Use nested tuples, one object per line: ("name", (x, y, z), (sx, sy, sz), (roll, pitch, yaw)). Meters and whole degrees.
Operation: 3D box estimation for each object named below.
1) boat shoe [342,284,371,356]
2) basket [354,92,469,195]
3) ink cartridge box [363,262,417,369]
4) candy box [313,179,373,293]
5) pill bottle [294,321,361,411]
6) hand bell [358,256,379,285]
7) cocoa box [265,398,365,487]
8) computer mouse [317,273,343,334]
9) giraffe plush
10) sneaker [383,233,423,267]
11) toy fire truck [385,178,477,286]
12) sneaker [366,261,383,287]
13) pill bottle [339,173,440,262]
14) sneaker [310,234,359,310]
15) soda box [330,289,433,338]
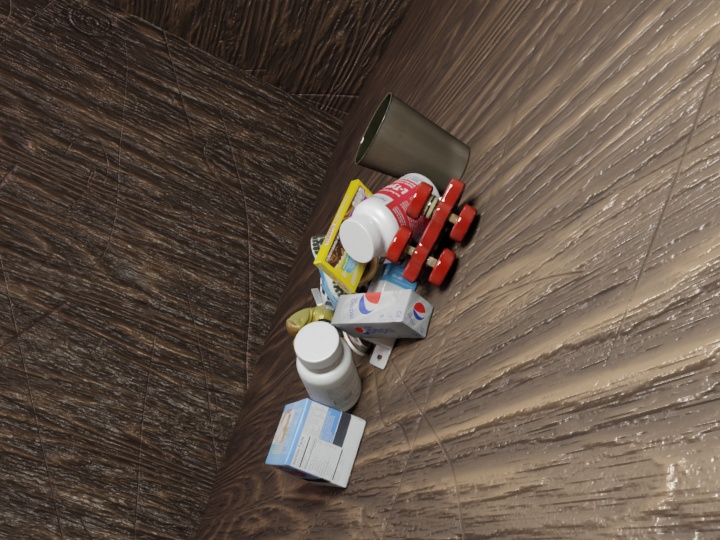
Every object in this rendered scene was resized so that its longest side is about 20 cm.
("boat shoe", (0.000, 0.109, 1.482), (0.059, 0.072, 0.201), (-43, 28, 22))
("basket", (0.111, -0.246, 1.335), (0.180, 0.198, 0.138), (133, 157, -59))
("ink cartridge box", (0.042, 0.090, 1.333), (0.203, 0.066, 0.116), (-68, 13, -7))
("candy box", (-0.014, -0.067, 1.263), (0.026, 0.102, 0.202), (-8, 50, 44))
("pill bottle", (-0.067, 0.193, 1.309), (0.201, 0.112, 0.116), (75, -155, -51))
("hand bell", (0.000, 0.000, 1.415), (0.200, 0.103, 0.105), (57, -126, -76))
("cocoa box", (-0.094, 0.345, 1.304), (0.200, 0.130, 0.135), (-39, 30, 66))
("computer mouse", (-0.060, 0.058, 1.586), (0.044, 0.108, 0.204), (162, 106, -71))
("giraffe plush", (-0.106, 0.174, 1.685), (0.164, 0.169, 0.202), (95, 173, -45))
("sneaker", (0.067, -0.071, 1.408), (0.201, 0.114, 0.076), (-56, 15, 42))
("toy fire truck", (0.131, -0.069, 1.178), (0.202, 0.111, 0.168), (-64, -6, 8))
("sneaker", (0.011, 0.000, 1.584), (0.200, 0.090, 0.079), (-154, 87, -78))
("pill bottle", (0.056, -0.097, 1.235), (0.199, 0.113, 0.112), (-35, -10, -37))
("sneaker", (-0.074, 0.006, 1.503), (0.090, 0.077, 0.202), (-57, 46, 50))
("soda box", (0.036, 0.082, 1.198), (0.199, 0.068, 0.064), (-7, 56, 50))
